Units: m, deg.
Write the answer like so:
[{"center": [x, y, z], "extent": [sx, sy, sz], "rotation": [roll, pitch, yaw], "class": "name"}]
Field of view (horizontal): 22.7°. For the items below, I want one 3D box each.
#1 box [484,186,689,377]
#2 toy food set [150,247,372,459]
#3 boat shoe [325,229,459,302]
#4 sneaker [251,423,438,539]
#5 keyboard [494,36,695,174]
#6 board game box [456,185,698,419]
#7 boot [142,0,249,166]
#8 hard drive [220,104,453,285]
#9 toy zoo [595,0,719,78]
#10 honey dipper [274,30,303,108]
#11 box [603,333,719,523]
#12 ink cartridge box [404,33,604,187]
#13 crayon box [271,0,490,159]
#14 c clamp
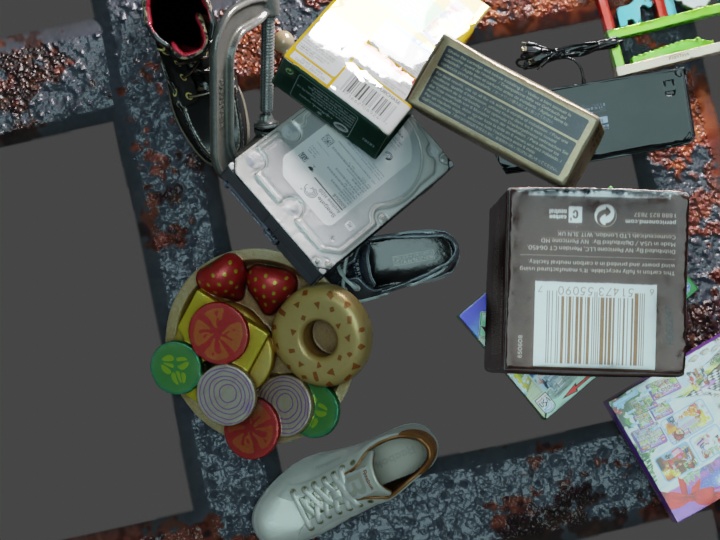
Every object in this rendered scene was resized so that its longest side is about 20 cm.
[{"center": [0.204, 0.015, 1.652], "extent": [0.165, 0.200, 0.165], "rotation": [1, 87, -1], "class": "box"}, {"center": [-0.097, 0.079, 1.726], "extent": [0.200, 0.049, 0.198], "rotation": [30, 105, 7], "class": "toy food set"}, {"center": [0.000, 0.000, 1.746], "extent": [0.199, 0.068, 0.072], "rotation": [-10, 86, 0], "class": "boat shoe"}, {"center": [-0.018, 0.203, 1.726], "extent": [0.200, 0.085, 0.073], "rotation": [-30, 89, -1], "class": "sneaker"}, {"center": [0.223, -0.171, 1.770], "extent": [0.199, 0.021, 0.128], "rotation": [-8, 92, 7], "class": "keyboard"}, {"center": [0.213, 0.032, 1.765], "extent": [0.200, 0.029, 0.135], "rotation": [-40, 88, -3], "class": "board game box"}, {"center": [-0.159, -0.201, 1.716], "extent": [0.073, 0.151, 0.201], "rotation": [-13, 88, -1], "class": "boot"}, {"center": [-0.021, -0.096, 1.722], "extent": [0.200, 0.038, 0.140], "rotation": [-39, 88, -31], "class": "hard drive"}, {"center": [0.293, -0.304, 1.790], "extent": [0.131, 0.020, 0.201], "rotation": [-14, 87, -1], "class": "toy zoo"}, {"center": [-0.043, -0.145, 1.774], "extent": [0.038, 0.038, 0.201], "rotation": [-20, 83, -2], "class": "honey dipper"}, {"center": [0.358, 0.138, 1.754], "extent": [0.200, 0.039, 0.137], "rotation": [-29, 87, -2], "class": "box"}, {"center": [0.139, -0.143, 1.671], "extent": [0.164, 0.200, 0.075], "rotation": [30, 95, 6], "class": "ink cartridge box"}, {"center": [0.022, -0.218, 1.741], "extent": [0.126, 0.052, 0.200], "rotation": [37, 59, 2], "class": "crayon box"}, {"center": [-0.098, -0.190, 1.715], "extent": [0.027, 0.171, 0.201], "rotation": [13, 113, 20], "class": "c clamp"}]
